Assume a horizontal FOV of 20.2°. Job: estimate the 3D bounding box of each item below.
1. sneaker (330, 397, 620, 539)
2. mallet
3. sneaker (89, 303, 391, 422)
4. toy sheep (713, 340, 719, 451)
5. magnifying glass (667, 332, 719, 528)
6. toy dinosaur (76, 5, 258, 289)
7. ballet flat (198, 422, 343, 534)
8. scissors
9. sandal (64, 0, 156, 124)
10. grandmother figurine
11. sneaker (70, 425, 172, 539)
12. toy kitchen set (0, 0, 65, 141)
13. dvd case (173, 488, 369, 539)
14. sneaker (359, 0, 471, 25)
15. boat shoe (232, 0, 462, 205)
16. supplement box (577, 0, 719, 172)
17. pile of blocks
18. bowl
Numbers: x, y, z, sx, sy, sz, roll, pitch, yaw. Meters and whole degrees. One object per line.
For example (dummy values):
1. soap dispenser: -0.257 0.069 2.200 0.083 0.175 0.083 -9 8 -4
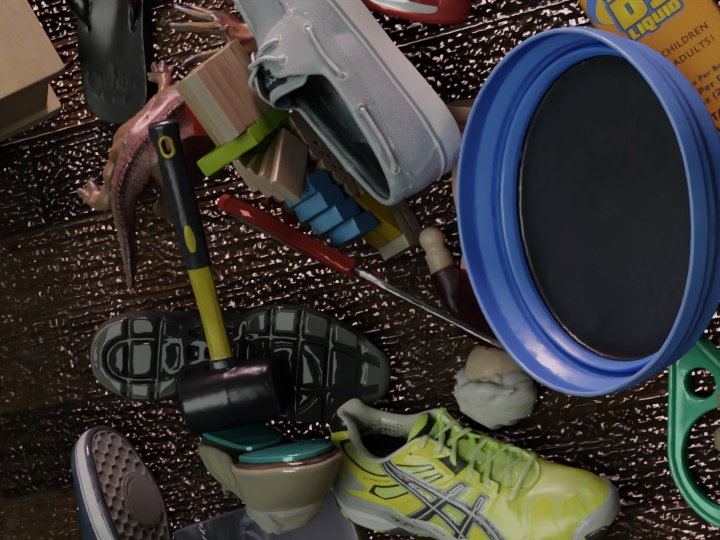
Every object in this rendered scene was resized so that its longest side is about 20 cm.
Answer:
1. sneaker: 0.062 0.129 1.246 0.199 0.076 0.077 5 132 28
2. mallet: -0.089 0.003 1.260 0.065 0.041 0.201 -5 104 5
3. sneaker: -0.075 0.053 1.336 0.198 0.079 0.076 7 96 9
4. toy sheep: 0.255 0.031 1.098 0.137 0.138 0.201 4 116 30
5. magnifying glass: 0.199 0.059 1.198 0.079 0.022 0.201 -25 83 31
6. toy dinosaur: -0.115 -0.093 1.291 0.086 0.201 0.136 33 156 -3
7. ballet flat: -0.054 0.134 1.288 0.200 0.069 0.070 -171 74 -74
8. scissors: 0.000 0.000 1.243 0.199 0.073 0.014 26 86 2
9. sandal: -0.175 -0.199 1.369 0.075 0.045 0.202 -2 96 32
10. grandmother figurine: 0.086 0.000 1.240 0.121 0.060 0.202 19 112 56
11. sneaker: -0.196 0.222 1.425 0.146 0.077 0.204 -21 87 29
12. toy kitchen set: -0.337 -0.136 1.417 0.181 0.199 0.163 59 161 10
13. dvd case: -0.038 0.252 1.371 0.148 0.016 0.201 -22 86 31
14. sneaker: -0.001 -0.238 1.242 0.199 0.078 0.116 32 113 22
15. boat shoe: -0.027 -0.123 1.208 0.201 0.071 0.070 47 152 6
16. supplement box: 0.175 -0.127 1.133 0.066 0.069 0.201 -35 65 14
17. pile of blocks: -0.048 -0.055 1.252 0.062 0.082 0.200 -30 123 34
18. bowl: 0.127 -0.033 1.111 0.200 0.039 0.202 15 108 55
